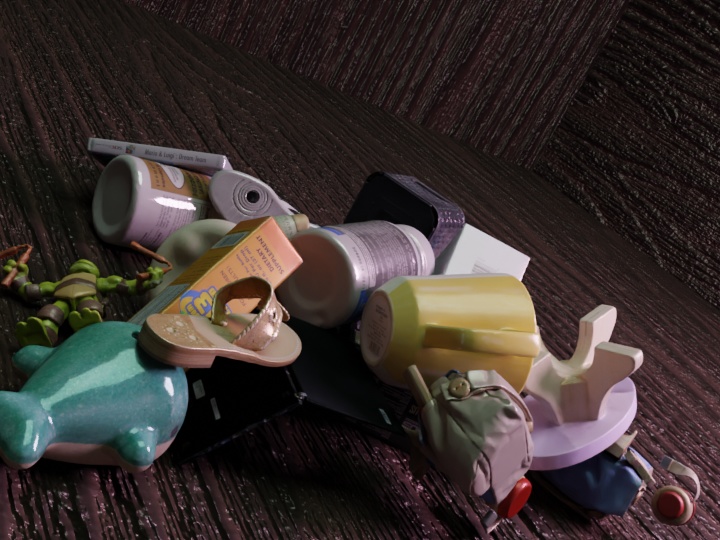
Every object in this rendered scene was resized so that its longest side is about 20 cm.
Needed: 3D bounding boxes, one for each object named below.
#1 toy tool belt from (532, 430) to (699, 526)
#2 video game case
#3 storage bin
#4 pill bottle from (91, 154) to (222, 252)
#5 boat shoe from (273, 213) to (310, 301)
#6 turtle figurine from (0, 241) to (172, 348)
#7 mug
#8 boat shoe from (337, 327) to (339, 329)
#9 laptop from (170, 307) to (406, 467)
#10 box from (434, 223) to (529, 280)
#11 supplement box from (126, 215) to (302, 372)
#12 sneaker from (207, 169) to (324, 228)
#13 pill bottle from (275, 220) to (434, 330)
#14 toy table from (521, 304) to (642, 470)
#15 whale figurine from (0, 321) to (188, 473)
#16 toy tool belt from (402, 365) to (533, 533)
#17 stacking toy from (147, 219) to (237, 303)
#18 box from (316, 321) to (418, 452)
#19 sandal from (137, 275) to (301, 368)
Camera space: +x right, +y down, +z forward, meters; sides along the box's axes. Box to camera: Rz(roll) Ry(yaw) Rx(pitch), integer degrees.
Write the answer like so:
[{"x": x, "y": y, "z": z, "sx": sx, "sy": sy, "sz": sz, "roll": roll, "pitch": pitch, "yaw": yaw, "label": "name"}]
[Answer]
[{"x": 0.292, "y": 0.240, "z": 1.140, "sx": 0.200, "sy": 0.125, "sz": 0.123, "roll": 29, "pitch": 2, "yaw": 30, "label": "toy tool belt"}, {"x": -0.266, "y": -0.142, "z": 1.341, "sx": 0.182, "sy": 0.024, "sz": 0.200, "roll": 8, "pitch": -6, "yaw": 0, "label": "video game case"}, {"x": 0.045, "y": -0.033, "z": 1.425, "sx": 0.135, "sy": 0.200, "sz": 0.094, "roll": 36, "pitch": 19, "yaw": 25, "label": "storage bin"}, {"x": -0.237, "y": -0.075, "z": 1.260, "sx": 0.200, "sy": 0.114, "sz": 0.114, "roll": 12, "pitch": 23, "yaw": -43, "label": "pill bottle"}, {"x": -0.084, "y": 0.001, "z": 1.181, "sx": 0.066, "sy": 0.200, "sz": 0.074, "roll": -18, "pitch": 62, "yaw": -11, "label": "boat shoe"}, {"x": -0.294, "y": 0.029, "z": 0.962, "sx": 0.200, "sy": 0.065, "sz": 0.161, "roll": 3, "pitch": 25, "yaw": -6, "label": "turtle figurine"}, {"x": 0.092, "y": 0.059, "z": 1.019, "sx": 0.153, "sy": 0.187, "sz": 0.150, "roll": 8, "pitch": 55, "yaw": -23, "label": "mug"}, {"x": -0.034, "y": 0.038, "z": 1.339, "sx": 0.202, "sy": 0.075, "sz": 0.086, "roll": 22, "pitch": 13, "yaw": 14, "label": "boat shoe"}, {"x": -0.087, "y": 0.124, "z": 0.955, "sx": 0.103, "sy": 0.200, "sz": 0.177, "roll": 67, "pitch": -6, "yaw": -33, "label": "laptop"}, {"x": 0.124, "y": 0.049, "z": 1.270, "sx": 0.097, "sy": 0.200, "sz": 0.125, "roll": 28, "pitch": 61, "yaw": -4, "label": "box"}, {"x": -0.152, "y": 0.030, "z": 0.960, "sx": 0.069, "sy": 0.200, "sz": 0.067, "roll": -4, "pitch": -54, "yaw": 54, "label": "supplement box"}, {"x": -0.117, "y": -0.058, "z": 1.268, "sx": 0.200, "sy": 0.073, "sz": 0.112, "roll": 34, "pitch": -7, "yaw": -9, "label": "sneaker"}, {"x": 0.000, "y": 0.000, "z": 1.127, "sx": 0.114, "sy": 0.114, "sz": 0.200, "roll": 36, "pitch": 24, "yaw": 24, "label": "pill bottle"}, {"x": 0.240, "y": 0.128, "z": 1.107, "sx": 0.184, "sy": 0.117, "sz": 0.200, "roll": 5, "pitch": 26, "yaw": 34, "label": "toy table"}, {"x": -0.224, "y": 0.100, "z": 0.790, "sx": 0.159, "sy": 0.104, "sz": 0.200, "roll": 35, "pitch": 16, "yaw": 21, "label": "whale figurine"}, {"x": 0.106, "y": 0.169, "z": 0.972, "sx": 0.123, "sy": 0.125, "sz": 0.200, "roll": 34, "pitch": -18, "yaw": 31, "label": "toy tool belt"}, {"x": -0.153, "y": 0.020, "z": 1.139, "sx": 0.146, "sy": 0.146, "sz": 0.200, "roll": 31, "pitch": 2, "yaw": 10, "label": "stacking toy"}, {"x": 0.059, "y": 0.138, "z": 1.153, "sx": 0.200, "sy": 0.086, "sz": 0.164, "roll": 26, "pitch": 18, "yaw": -7, "label": "box"}, {"x": -0.104, "y": 0.040, "z": 0.863, "sx": 0.078, "sy": 0.070, "sz": 0.212, "roll": 38, "pitch": 18, "yaw": 26, "label": "sandal"}]
